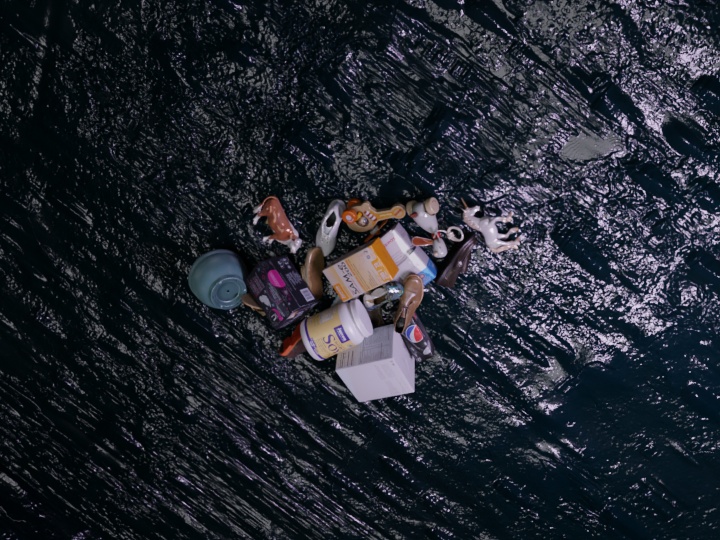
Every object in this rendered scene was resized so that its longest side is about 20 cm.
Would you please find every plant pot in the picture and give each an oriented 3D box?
[{"bbox_3d":[-0.456,0.047,1.715,0.200,0.134,0.201,-16,123,-25],"label":"plant pot"}]

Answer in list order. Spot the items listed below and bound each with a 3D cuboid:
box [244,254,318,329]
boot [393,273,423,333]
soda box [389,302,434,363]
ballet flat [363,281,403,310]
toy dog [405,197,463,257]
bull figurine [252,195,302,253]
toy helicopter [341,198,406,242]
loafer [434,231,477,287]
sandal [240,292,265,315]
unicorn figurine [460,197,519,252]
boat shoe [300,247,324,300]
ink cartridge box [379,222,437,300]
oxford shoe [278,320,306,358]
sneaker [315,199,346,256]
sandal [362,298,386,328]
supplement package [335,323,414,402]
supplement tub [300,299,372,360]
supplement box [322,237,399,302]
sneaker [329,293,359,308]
[{"bbox_3d":[-0.258,0.069,1.679,0.115,0.132,0.200,-44,74,36],"label":"box"},{"bbox_3d":[0.146,0.106,1.584,0.073,0.076,0.201,17,117,5],"label":"boot"},{"bbox_3d":[0.172,0.200,1.701,0.063,0.071,0.200,-26,102,20],"label":"soda box"},{"bbox_3d":[0.050,0.078,1.618,0.074,0.074,0.200,49,140,-7],"label":"ballet flat"},{"bbox_3d":[0.200,-0.125,1.545,0.200,0.096,0.132,51,138,0],"label":"toy dog"},{"bbox_3d":[-0.273,-0.143,1.689,0.121,0.065,0.201,-19,103,17],"label":"bull figurine"},{"bbox_3d":[0.049,-0.160,1.593,0.199,0.079,0.133,-9,125,25],"label":"toy helicopter"},{"bbox_3d":[0.304,-0.030,1.590,0.071,0.073,0.200,26,117,-11],"label":"loafer"},{"bbox_3d":[-0.310,0.126,1.742,0.078,0.211,0.070,54,128,38],"label":"sandal"},{"bbox_3d":[0.385,-0.129,1.520,0.137,0.074,0.200,-12,112,29],"label":"unicorn figurine"},{"bbox_3d":[-0.167,0.008,1.708,0.069,0.074,0.201,30,128,37],"label":"boat shoe"},{"bbox_3d":[0.124,-0.027,1.621,0.144,0.084,0.200,-38,98,25],"label":"ink cartridge box"},{"bbox_3d":[-0.201,0.238,1.825,0.072,0.071,0.200,34,115,-32],"label":"oxford shoe"},{"bbox_3d":[-0.106,-0.128,1.645,0.070,0.080,0.201,21,118,4],"label":"sneaker"},{"bbox_3d":[0.045,0.174,1.733,0.080,0.054,0.201,-6,109,16],"label":"sandal"},{"bbox_3d":[0.053,0.307,1.699,0.199,0.147,0.191,-15,129,19],"label":"supplement package"},{"bbox_3d":[-0.076,0.187,1.647,0.200,0.145,0.146,-25,102,12],"label":"supplement tub"},{"bbox_3d":[0.000,0.000,1.584,0.200,0.074,0.126,-27,102,32],"label":"supplement box"},{"bbox_3d":[-0.053,0.119,1.727,0.081,0.077,0.200,30,116,0],"label":"sneaker"}]
